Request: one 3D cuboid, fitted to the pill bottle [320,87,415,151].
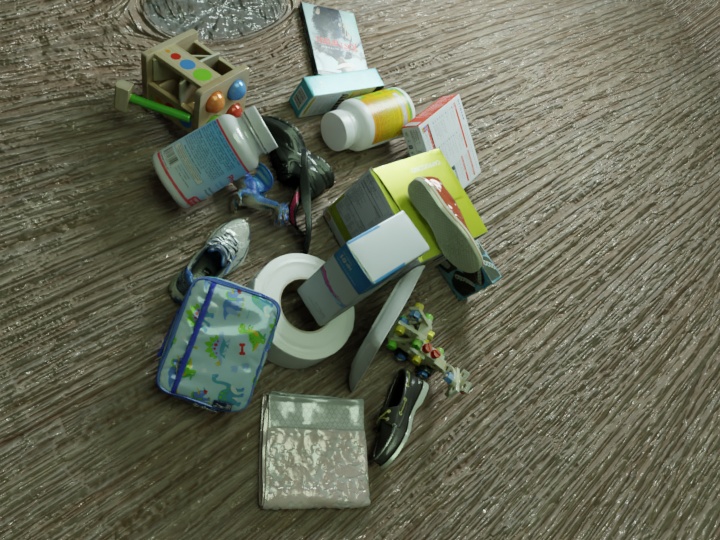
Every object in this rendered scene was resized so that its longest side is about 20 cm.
[{"bbox_3d":[0.014,-0.323,1.412,0.200,0.111,0.111,-27,84,-37],"label":"pill bottle"}]

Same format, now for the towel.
[{"bbox_3d":[-0.076,0.308,1.121,0.200,0.032,0.191,10,64,-27],"label":"towel"}]

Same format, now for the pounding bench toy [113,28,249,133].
[{"bbox_3d":[-0.315,-0.307,1.166,0.156,0.124,0.200,37,52,12],"label":"pounding bench toy"}]

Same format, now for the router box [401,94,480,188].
[{"bbox_3d":[0.188,-0.269,1.478,0.179,0.049,0.200,-43,123,-38],"label":"router box"}]

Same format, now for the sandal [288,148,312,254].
[{"bbox_3d":[-0.118,-0.131,1.251,0.045,0.075,0.200,-3,95,-7],"label":"sandal"}]

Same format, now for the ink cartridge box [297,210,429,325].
[{"bbox_3d":[0.000,0.000,1.116,0.144,0.200,0.085,-31,83,-38],"label":"ink cartridge box"}]

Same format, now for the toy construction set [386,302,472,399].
[{"bbox_3d":[0.130,0.156,1.250,0.200,0.131,0.092,50,52,-8],"label":"toy construction set"}]

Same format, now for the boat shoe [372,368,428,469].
[{"bbox_3d":[0.061,0.269,1.201,0.061,0.072,0.201,41,46,-10],"label":"boat shoe"}]

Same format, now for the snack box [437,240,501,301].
[{"bbox_3d":[0.202,-0.043,1.398,0.037,0.116,0.200,-30,86,-37],"label":"snack box"}]

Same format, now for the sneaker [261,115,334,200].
[{"bbox_3d":[-0.143,-0.222,1.298,0.200,0.076,0.091,44,61,-3],"label":"sneaker"}]

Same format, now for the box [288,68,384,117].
[{"bbox_3d":[-0.050,-0.388,1.421,0.200,0.082,0.049,-20,80,-37],"label":"box"}]

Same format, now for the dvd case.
[{"bbox_3d":[-0.059,-0.524,1.516,0.146,0.022,0.200,-1,70,-32],"label":"dvd case"}]

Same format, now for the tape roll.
[{"bbox_3d":[-0.113,0.072,1.181,0.202,0.071,0.203,13,63,-27],"label":"tape roll"}]

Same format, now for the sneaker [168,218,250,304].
[{"bbox_3d":[-0.244,-0.023,1.134,0.077,0.085,0.200,39,53,-11],"label":"sneaker"}]

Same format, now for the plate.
[{"bbox_3d":[0.039,0.102,1.189,0.032,0.200,0.200,30,54,4],"label":"plate"}]

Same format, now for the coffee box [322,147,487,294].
[{"bbox_3d":[0.087,-0.096,1.299,0.200,0.198,0.200,-23,82,-37],"label":"coffee box"}]

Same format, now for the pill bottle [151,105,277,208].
[{"bbox_3d":[-0.251,-0.202,1.140,0.200,0.109,0.109,-30,85,0],"label":"pill bottle"}]

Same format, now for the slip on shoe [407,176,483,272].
[{"bbox_3d":[0.162,-0.087,1.177,0.061,0.074,0.200,-29,84,-40],"label":"slip on shoe"}]

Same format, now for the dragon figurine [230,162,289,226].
[{"bbox_3d":[-0.205,-0.164,1.236,0.099,0.059,0.200,-13,67,-36],"label":"dragon figurine"}]

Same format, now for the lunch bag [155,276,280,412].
[{"bbox_3d":[-0.228,0.116,1.039,0.161,0.082,0.200,22,84,-11],"label":"lunch bag"}]
